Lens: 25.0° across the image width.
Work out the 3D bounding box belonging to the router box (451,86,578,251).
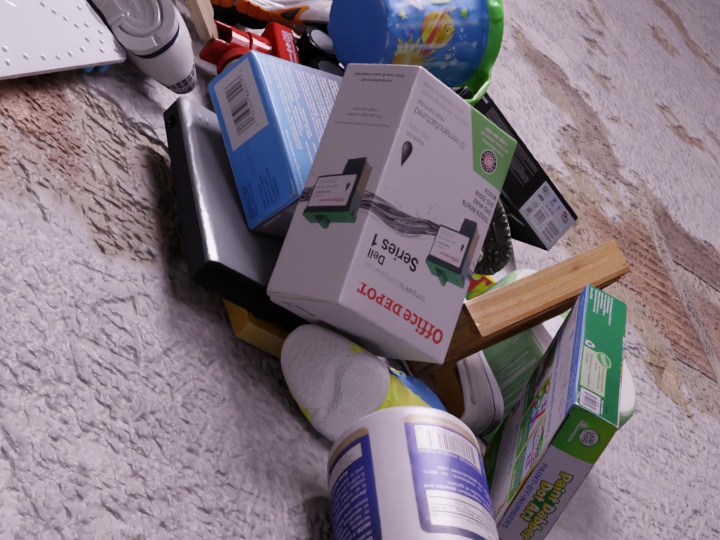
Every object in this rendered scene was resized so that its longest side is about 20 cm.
[{"bbox_3d":[0.118,-0.118,1.691,0.200,0.052,0.157,50,-13,-28],"label":"router box"}]

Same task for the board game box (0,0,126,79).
[{"bbox_3d":[-0.308,-0.236,1.334,0.200,0.026,0.200,52,25,6],"label":"board game box"}]

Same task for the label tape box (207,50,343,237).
[{"bbox_3d":[-0.023,-0.094,1.384,0.199,0.063,0.145,10,54,-48],"label":"label tape box"}]

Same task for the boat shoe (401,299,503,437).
[{"bbox_3d":[0.061,0.059,1.469,0.070,0.071,0.201,14,48,-55],"label":"boat shoe"}]

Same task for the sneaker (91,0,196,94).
[{"bbox_3d":[-0.202,-0.241,1.479,0.081,0.076,0.201,53,11,-51],"label":"sneaker"}]

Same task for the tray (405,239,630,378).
[{"bbox_3d":[0.135,0.033,1.403,0.199,0.099,0.037,-22,81,-41],"label":"tray"}]

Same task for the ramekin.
[{"bbox_3d":[0.173,0.095,1.558,0.200,0.098,0.200,38,27,-23],"label":"ramekin"}]

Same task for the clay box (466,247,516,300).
[{"bbox_3d":[0.076,-0.039,1.652,0.200,0.048,0.115,36,27,-23],"label":"clay box"}]

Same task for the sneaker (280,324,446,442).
[{"bbox_3d":[0.011,0.109,1.327,0.200,0.076,0.105,45,9,-15],"label":"sneaker"}]

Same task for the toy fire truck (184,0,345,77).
[{"bbox_3d":[-0.103,-0.184,1.499,0.199,0.129,0.177,20,36,-28],"label":"toy fire truck"}]

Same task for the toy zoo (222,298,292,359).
[{"bbox_3d":[-0.073,0.011,1.370,0.131,0.020,0.201,21,36,-45],"label":"toy zoo"}]

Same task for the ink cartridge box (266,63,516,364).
[{"bbox_3d":[0.028,-0.042,1.289,0.146,0.084,0.201,30,74,-45],"label":"ink cartridge box"}]

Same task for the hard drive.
[{"bbox_3d":[-0.094,-0.043,1.348,0.139,0.033,0.201,29,32,-36],"label":"hard drive"}]

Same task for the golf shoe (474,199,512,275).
[{"bbox_3d":[0.091,-0.081,1.596,0.200,0.077,0.088,55,17,17],"label":"golf shoe"}]

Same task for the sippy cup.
[{"bbox_3d":[0.045,-0.235,1.539,0.130,0.140,0.178,-13,35,-37],"label":"sippy cup"}]

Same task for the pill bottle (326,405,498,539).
[{"bbox_3d":[0.041,0.206,1.160,0.119,0.120,0.201,34,29,-29],"label":"pill bottle"}]

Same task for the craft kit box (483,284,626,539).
[{"bbox_3d":[0.152,0.139,1.338,0.048,0.198,0.200,29,29,-4],"label":"craft kit box"}]

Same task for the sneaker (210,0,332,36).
[{"bbox_3d":[-0.084,-0.287,1.600,0.199,0.076,0.093,12,76,-12],"label":"sneaker"}]
